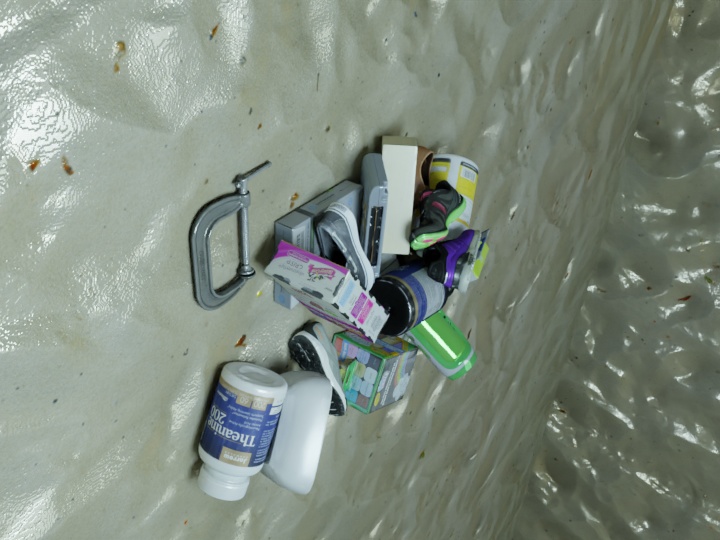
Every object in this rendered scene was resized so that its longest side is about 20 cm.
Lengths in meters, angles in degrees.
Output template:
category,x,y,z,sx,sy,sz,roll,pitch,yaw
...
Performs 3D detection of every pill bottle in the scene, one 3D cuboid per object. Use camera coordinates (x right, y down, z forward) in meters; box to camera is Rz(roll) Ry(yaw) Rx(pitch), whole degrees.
category,x,y,z,sx,sy,sz,roll,pitch,yaw
pill bottle,0.098,0.043,1.567,0.199,0.111,0.113,-26,132,-53
pill bottle,0.169,-0.125,1.680,0.112,0.111,0.202,35,64,-63
pill bottle,-0.196,0.259,1.340,0.111,0.110,0.202,2,108,-62

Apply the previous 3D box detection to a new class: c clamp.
category,x,y,z,sx,sy,sz,roll,pitch,yaw
c clamp,-0.185,-0.043,1.226,0.170,0.027,0.202,-32,137,-49

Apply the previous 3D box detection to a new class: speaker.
category,x,y,z,sx,sy,sz,roll,pitch,yaw
speaker,0.146,0.126,1.695,0.088,0.200,0.088,-42,-173,6

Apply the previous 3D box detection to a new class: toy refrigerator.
category,x,y,z,sx,sy,sz,roll,pitch,yaw
toy refrigerator,0.061,-0.138,1.521,0.076,0.069,0.202,-89,-179,-68

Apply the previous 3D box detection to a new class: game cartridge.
category,x,y,z,sx,sy,sz,roll,pitch,yaw
game cartridge,0.018,-0.096,1.470,0.134,0.041,0.202,-106,-163,-52

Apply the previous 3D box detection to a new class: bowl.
category,x,y,z,sx,sy,sz,roll,pitch,yaw
bowl,-0.126,0.265,1.416,0.074,0.199,0.202,16,81,-21

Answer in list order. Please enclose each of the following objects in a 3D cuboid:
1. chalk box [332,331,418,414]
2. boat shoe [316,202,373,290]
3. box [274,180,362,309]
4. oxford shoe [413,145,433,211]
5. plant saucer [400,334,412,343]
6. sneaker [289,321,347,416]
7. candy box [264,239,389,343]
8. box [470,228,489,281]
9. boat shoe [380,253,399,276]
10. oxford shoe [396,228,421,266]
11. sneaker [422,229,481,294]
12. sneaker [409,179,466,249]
category,x,y,z,sx,sy,sz,roll,pitch,yaw
chalk box,0.007,0.197,1.661,0.199,0.123,0.126,-6,117,-60
boat shoe,-0.031,-0.018,1.393,0.068,0.071,0.201,-52,148,-31
box,-0.070,-0.047,1.420,0.200,0.041,0.157,-36,140,-45
oxford shoe,0.094,-0.142,1.598,0.071,0.071,0.202,0,103,-62
plant saucer,0.092,0.127,1.837,0.200,0.050,0.202,-46,147,-40
sneaker,-0.063,0.185,1.536,0.079,0.073,0.202,-51,132,-48
candy box,-0.049,0.036,1.330,0.061,0.135,0.200,-61,152,-10
box,0.181,-0.008,1.729,0.048,0.199,0.122,56,34,-20
boat shoe,0.000,0.000,1.573,0.200,0.070,0.070,-36,113,-41
oxford shoe,0.078,-0.019,1.695,0.200,0.072,0.085,-55,145,-43
sneaker,0.167,-0.033,1.555,0.200,0.098,0.070,-62,164,-62
sneaker,0.129,-0.104,1.538,0.084,0.076,0.200,54,36,-12
